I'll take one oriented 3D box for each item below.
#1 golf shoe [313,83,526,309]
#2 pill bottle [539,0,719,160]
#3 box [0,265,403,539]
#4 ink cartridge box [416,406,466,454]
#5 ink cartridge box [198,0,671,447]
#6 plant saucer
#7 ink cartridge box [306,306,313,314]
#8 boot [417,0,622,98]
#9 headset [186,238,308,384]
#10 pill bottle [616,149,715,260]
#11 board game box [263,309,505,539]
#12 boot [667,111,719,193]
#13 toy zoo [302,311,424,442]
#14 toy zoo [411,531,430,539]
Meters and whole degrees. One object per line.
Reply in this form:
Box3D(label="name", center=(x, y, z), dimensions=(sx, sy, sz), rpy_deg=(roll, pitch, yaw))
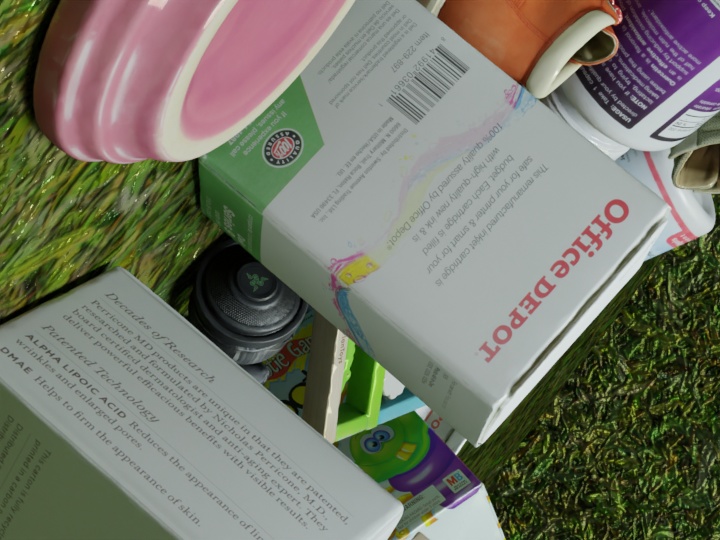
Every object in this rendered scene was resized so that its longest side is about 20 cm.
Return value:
Box3D(label="golf shoe", center=(0.016, -0.061, 1.326), dimensions=(0.200, 0.078, 0.094), rpy_deg=(-54, 151, 10))
Box3D(label="pill bottle", center=(0.192, -0.148, 1.313), dimensions=(0.200, 0.112, 0.112), rpy_deg=(-40, 178, 39))
Box3D(label="box", center=(-0.122, 0.144, 1.073), dimensions=(0.131, 0.200, 0.199), rpy_deg=(-31, 157, -56))
Box3D(label="ink cartridge box", center=(0.044, 0.077, 1.595), dimensions=(0.117, 0.067, 0.200), rpy_deg=(-56, -169, -8))
Box3D(label="ink cartridge box", center=(0.036, -0.031, 1.127), dimensions=(0.145, 0.200, 0.088), rpy_deg=(-47, 169, -17))
Box3D(label="plant saucer", center=(-0.049, -0.118, 0.897), dimensions=(0.201, 0.051, 0.201), rpy_deg=(-47, 169, -13))
Box3D(label="ink cartridge box", center=(0.000, 0.000, 1.505), dimensions=(0.200, 0.042, 0.119), rpy_deg=(-53, 169, 5))
Box3D(label="boot", center=(0.113, -0.161, 1.256), dimensions=(0.200, 0.107, 0.075), rpy_deg=(-41, 163, -49))
Box3D(label="headset", center=(-0.066, 0.047, 1.252), dimensions=(0.124, 0.094, 0.200), rpy_deg=(-60, 177, 37))
Box3D(label="pill bottle", center=(0.162, -0.042, 1.678), dimensions=(0.200, 0.109, 0.109), rpy_deg=(-25, 177, 19))
Box3D(label="board game box", center=(-0.005, 0.134, 1.388), dimensions=(0.105, 0.200, 0.103), rpy_deg=(-34, 135, -12))
Box3D(label="boot", center=(0.231, -0.129, 1.574), dimensions=(0.072, 0.200, 0.155), rpy_deg=(40, 53, -44))
Box3D(label="toy zoo", center=(0.047, 0.019, 1.320), dimensions=(0.200, 0.020, 0.131), rpy_deg=(-19, 126, -43))
Box3D(label="toy zoo", center=(-0.006, 0.217, 1.193), dimensions=(0.131, 0.020, 0.200), rpy_deg=(-50, 170, -14))
